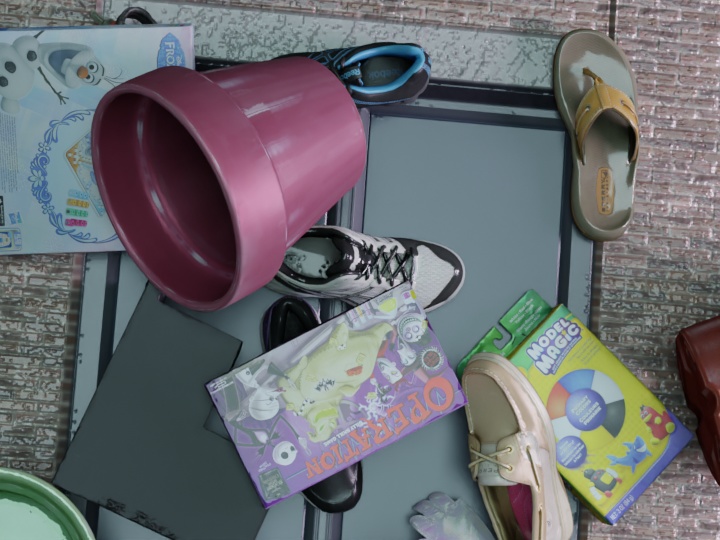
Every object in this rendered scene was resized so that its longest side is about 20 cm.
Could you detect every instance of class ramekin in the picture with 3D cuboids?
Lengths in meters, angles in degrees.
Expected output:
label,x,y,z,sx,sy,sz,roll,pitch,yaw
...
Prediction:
label,x,y,z,sx,sy,sz,roll,pitch,yaw
ramekin,-0.319,0.271,1.365,0.198,0.098,0.202,0,84,-5

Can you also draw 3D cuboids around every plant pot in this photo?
label,x,y,z,sx,sy,sz,roll,pitch,yaw
plant pot,0.394,0.099,1.399,0.193,0.201,0.203,-16,86,2
plant pot,-0.101,-0.092,1.330,0.178,0.200,0.201,-30,87,-36

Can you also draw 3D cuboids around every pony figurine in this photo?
label,x,y,z,sx,sy,sz,roll,pitch,yaw
pony figurine,0.074,0.304,1.364,0.193,0.200,0.167,42,89,16

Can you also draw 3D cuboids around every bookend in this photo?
label,x,y,z,sx,sy,sz,roll,pitch,yaw
bookend,-0.140,0.139,1.396,0.197,0.092,0.201,25,82,-3

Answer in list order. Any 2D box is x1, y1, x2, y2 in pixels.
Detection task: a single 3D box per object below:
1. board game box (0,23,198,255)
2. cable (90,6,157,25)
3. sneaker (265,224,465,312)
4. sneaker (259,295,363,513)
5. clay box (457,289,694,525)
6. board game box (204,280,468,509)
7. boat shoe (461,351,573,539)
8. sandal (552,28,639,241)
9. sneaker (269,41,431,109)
label,x,y,z,sx,sy,sz,roll,pitch,yaw
board game box,-0.244,-0.118,1.410,0.197,0.043,0.202,-1,102,-3
cable,-0.186,-0.165,1.458,0.200,0.050,0.097,39,75,-12
sneaker,0.000,0.000,1.423,0.198,0.088,0.076,3,82,-6
sneaker,-0.048,0.121,1.406,0.075,0.088,0.202,-17,86,-6
clay box,0.194,0.122,1.445,0.200,0.048,0.115,44,83,0
board game box,-0.021,0.106,1.353,0.199,0.032,0.121,-27,93,-9
boat shoe,0.132,0.172,1.391,0.069,0.073,0.201,-36,110,-44
sandal,0.226,-0.129,1.469,0.079,0.054,0.202,-3,85,-5
sneaker,-0.032,-0.175,1.440,0.198,0.082,0.074,-16,87,-5
